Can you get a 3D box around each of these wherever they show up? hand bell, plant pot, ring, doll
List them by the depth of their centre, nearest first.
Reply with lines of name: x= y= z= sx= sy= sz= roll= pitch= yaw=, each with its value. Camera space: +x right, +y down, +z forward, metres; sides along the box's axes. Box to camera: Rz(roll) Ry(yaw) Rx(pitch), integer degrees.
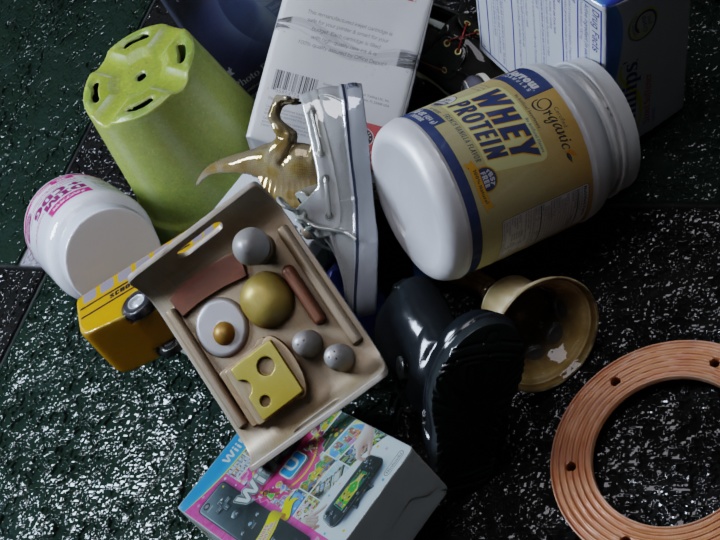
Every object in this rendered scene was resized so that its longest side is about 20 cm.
ring: x=0.245 y=0.144 z=1.125 sx=0.198 sy=0.019 sz=0.202 roll=-16 pitch=48 yaw=19
hand bell: x=0.114 y=0.017 z=1.271 sx=0.104 sy=0.104 sz=0.200 roll=-40 pitch=33 yaw=-5
doll: x=0.000 y=0.000 z=1.322 sx=0.201 sy=0.136 sz=0.048 roll=-59 pitch=10 yaw=-15
plant pot: x=-0.184 y=-0.146 z=1.484 sx=0.198 sy=0.185 sz=0.202 roll=-16 pitch=48 yaw=19

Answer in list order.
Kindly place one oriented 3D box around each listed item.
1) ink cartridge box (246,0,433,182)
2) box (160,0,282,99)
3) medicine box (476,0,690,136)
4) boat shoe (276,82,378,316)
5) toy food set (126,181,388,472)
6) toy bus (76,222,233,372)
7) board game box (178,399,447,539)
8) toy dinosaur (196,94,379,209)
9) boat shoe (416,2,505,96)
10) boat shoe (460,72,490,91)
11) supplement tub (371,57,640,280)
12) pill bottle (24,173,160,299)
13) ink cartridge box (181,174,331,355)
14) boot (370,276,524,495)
ink cartridge box: x=-0.017 y=-0.199 z=1.420 sx=0.145 sy=0.083 sz=0.202 roll=15 pitch=82 yaw=1
box: x=-0.116 y=-0.319 z=1.572 sx=0.199 sy=0.199 sz=0.123 roll=-37 pitch=45 yaw=-1
medicine box: x=0.198 y=-0.241 z=1.313 sx=0.102 sy=0.183 sz=0.200 roll=-31 pitch=54 yaw=-16
boat shoe: x=-0.030 y=-0.059 z=1.260 sx=0.085 sy=0.205 sz=0.075 roll=-5 pitch=5 yaw=0
toy food set: x=-0.088 y=0.047 z=1.206 sx=0.143 sy=0.060 sz=0.201 roll=-36 pitch=78 yaw=8
toy bus: x=-0.157 y=0.014 z=1.305 sx=0.199 sy=0.065 sz=0.079 roll=-31 pitch=38 yaw=8
board game box: x=-0.043 y=0.191 z=1.196 sx=0.148 sy=0.064 sz=0.199 roll=-51 pitch=35 yaw=-14
toy dinosaur: x=-0.072 y=-0.109 z=1.325 sx=0.198 sy=0.058 sz=0.102 roll=9 pitch=92 yaw=22
boat shoe: x=0.097 y=-0.224 z=1.472 sx=0.074 sy=0.063 sz=0.201 roll=-46 pitch=48 yaw=-14
boat shoe: x=0.102 y=-0.108 z=1.360 sx=0.062 sy=0.073 sz=0.202 roll=-2 pitch=55 yaw=-1
supplement tub: x=0.125 y=-0.091 z=1.231 sx=0.198 sy=0.145 sz=0.145 roll=-24 pitch=43 yaw=-18
pill bottle: x=-0.269 y=-0.030 z=1.446 sx=0.113 sy=0.114 sz=0.200 roll=-45 pitch=23 yaw=-9
ink cartridge box: x=-0.096 y=0.001 z=1.386 sx=0.145 sy=0.084 sz=0.201 roll=23 pitch=69 yaw=42
boot: x=0.063 y=0.062 z=1.181 sx=0.076 sy=0.201 sz=0.169 roll=-11 pitch=47 yaw=-15
